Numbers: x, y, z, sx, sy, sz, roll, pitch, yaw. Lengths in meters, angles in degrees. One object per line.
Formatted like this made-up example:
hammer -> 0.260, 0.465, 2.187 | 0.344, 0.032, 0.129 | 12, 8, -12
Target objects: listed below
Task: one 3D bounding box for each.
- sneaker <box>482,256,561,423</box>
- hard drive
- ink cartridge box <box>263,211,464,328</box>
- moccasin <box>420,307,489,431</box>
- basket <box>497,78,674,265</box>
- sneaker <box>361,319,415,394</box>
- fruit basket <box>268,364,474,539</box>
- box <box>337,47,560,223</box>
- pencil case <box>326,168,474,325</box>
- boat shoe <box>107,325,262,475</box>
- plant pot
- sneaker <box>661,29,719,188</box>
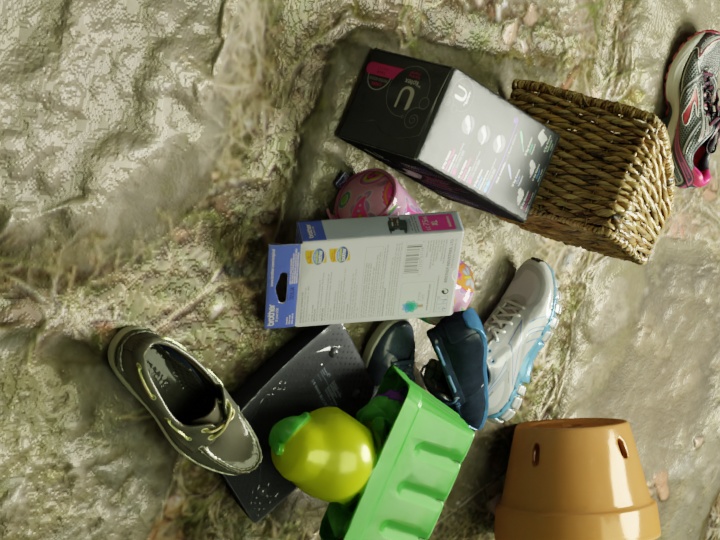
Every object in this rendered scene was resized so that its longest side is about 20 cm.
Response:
sneaker -> 0.166, 0.077, 1.907 | 0.087, 0.075, 0.200 | 18, 91, -40
hard drive -> -0.075, 0.152, 1.716 | 0.200, 0.042, 0.135 | -45, 131, -23
ink cartridge box -> 0.000, 0.000, 1.669 | 0.200, 0.042, 0.119 | -6, 134, -13
moccasin -> 0.098, 0.110, 1.809 | 0.068, 0.080, 0.200 | -16, 137, -9
basket -> 0.249, -0.106, 1.824 | 0.143, 0.200, 0.149 | 29, 81, -54
sneaker -> 0.046, 0.152, 1.804 | 0.075, 0.084, 0.200 | -7, 109, -43
fruit basket -> -0.007, 0.196, 1.697 | 0.215, 0.156, 0.216 | -1, 98, -8
box -> 0.095, -0.140, 1.719 | 0.200, 0.122, 0.106 | 25, 87, -47
pencil case -> 0.045, -0.024, 1.744 | 0.087, 0.087, 0.200 | -56, 135, -14
boat shoe -> -0.160, 0.132, 1.583 | 0.072, 0.060, 0.202 | -51, 119, -19
plant pot -> 0.259, 0.253, 1.988 | 0.200, 0.200, 0.140 | -1, 89, -44
sneaker -> 0.424, -0.200, 2.054 | 0.081, 0.075, 0.200 | 1, 103, -45
